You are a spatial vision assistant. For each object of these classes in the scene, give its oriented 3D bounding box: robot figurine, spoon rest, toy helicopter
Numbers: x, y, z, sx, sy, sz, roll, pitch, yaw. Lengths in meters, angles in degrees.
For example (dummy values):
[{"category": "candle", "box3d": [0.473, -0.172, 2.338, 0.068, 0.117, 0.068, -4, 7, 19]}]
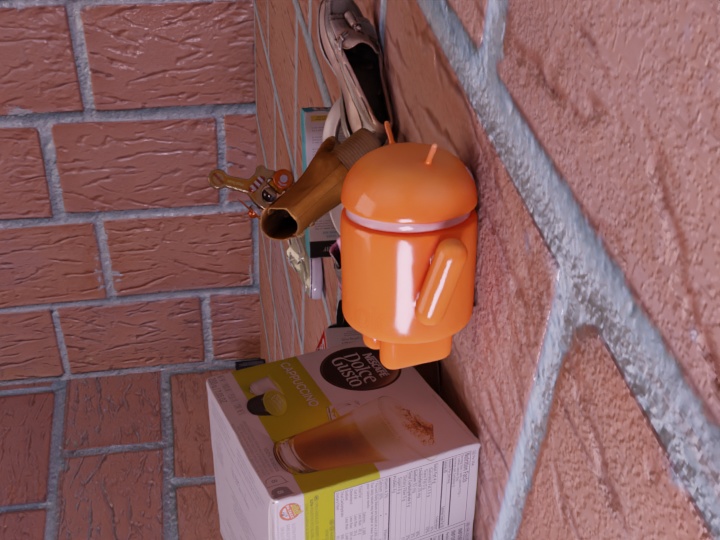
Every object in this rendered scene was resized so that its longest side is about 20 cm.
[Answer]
[{"category": "robot figurine", "box3d": [0.041, -0.018, 0.763, 0.144, 0.116, 0.201, -54, -34, -61]}, {"category": "spoon rest", "box3d": [-0.017, -0.127, 1.159, 0.099, 0.060, 0.201, 35, 130, 51]}, {"category": "toy helicopter", "box3d": [-0.255, -0.182, 2.105, 0.079, 0.199, 0.133, -174, 97, -79]}]

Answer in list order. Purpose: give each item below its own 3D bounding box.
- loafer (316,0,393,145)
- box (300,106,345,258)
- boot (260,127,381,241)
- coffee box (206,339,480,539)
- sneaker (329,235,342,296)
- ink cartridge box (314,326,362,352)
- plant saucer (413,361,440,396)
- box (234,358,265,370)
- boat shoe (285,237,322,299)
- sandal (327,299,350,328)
[{"category": "loafer", "box3d": [0.002, -0.238, 1.057, 0.063, 0.072, 0.201, -31, 69, 60]}, {"category": "box", "box3d": [-0.036, -0.120, 1.241, 0.049, 0.082, 0.201, -121, 28, -71]}, {"category": "boot", "box3d": [-0.058, -0.088, 1.037, 0.071, 0.144, 0.201, 49, 165, -5]}, {"category": "coffee box", "box3d": [-0.021, 0.210, 0.875, 0.200, 0.197, 0.201, -134, 38, -54]}, {"category": "sneaker", "box3d": [0.000, 0.000, 1.038, 0.082, 0.070, 0.200, 43, 163, 2]}, {"category": "ink cartridge box", "box3d": [-0.011, 0.184, 1.225, 0.200, 0.084, 0.176, 114, 150, -68]}, {"category": "plant saucer", "box3d": [0.046, 0.110, 1.012, 0.200, 0.037, 0.201, 175, 90, -80]}, {"category": "box", "box3d": [-0.396, 0.471, 3.387, 0.199, 0.123, 0.200, -105, 13, -49]}, {"category": "boat shoe", "box3d": [-0.113, -0.032, 1.759, 0.072, 0.062, 0.200, 102, 160, -57]}, {"category": "sandal", "box3d": [-0.045, 0.124, 1.498, 0.200, 0.045, 0.075, 96, 165, -45]}]
